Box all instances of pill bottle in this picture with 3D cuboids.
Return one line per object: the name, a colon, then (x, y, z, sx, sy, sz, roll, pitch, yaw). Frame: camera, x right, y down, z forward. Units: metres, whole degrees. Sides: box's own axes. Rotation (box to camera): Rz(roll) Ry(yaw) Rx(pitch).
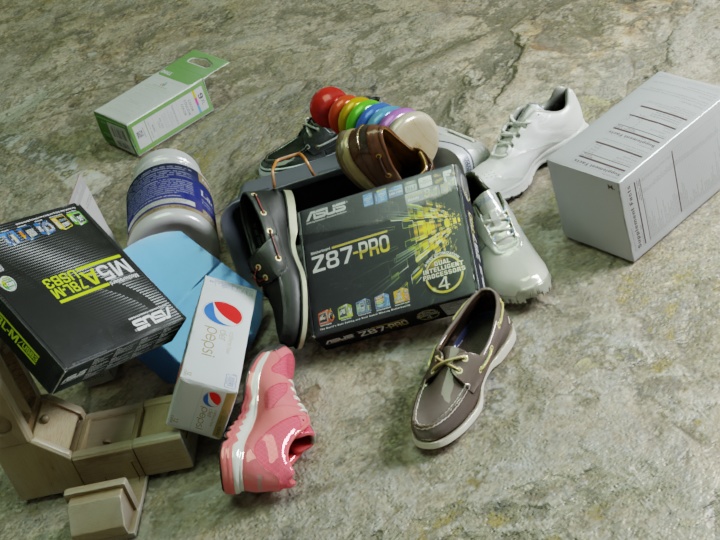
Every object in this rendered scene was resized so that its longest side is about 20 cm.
pill bottle: (-0.245, -0.071, 1.845, 0.115, 0.116, 0.200, -19, 33, 1)

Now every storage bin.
storage bin: (-0.069, -0.081, 1.760, 0.199, 0.146, 0.134, -18, 23, 3)

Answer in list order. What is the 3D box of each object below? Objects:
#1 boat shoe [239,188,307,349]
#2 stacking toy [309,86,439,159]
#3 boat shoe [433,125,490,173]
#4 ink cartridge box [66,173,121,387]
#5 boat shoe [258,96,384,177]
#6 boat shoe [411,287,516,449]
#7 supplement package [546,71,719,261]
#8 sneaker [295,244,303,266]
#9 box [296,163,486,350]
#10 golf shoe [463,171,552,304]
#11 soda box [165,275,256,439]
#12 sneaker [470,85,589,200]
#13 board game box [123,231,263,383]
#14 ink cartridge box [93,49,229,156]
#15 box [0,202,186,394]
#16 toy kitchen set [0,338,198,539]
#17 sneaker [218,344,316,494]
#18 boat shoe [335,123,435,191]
boat shoe: (-0.098, -0.002, 1.621, 0.063, 0.074, 0.202, -1, 61, -20)
stacking toy: (0.008, -0.185, 1.814, 0.085, 0.086, 0.200, -35, 39, -22)
boat shoe: (0.079, -0.160, 1.847, 0.066, 0.072, 0.199, -31, 30, -36)
ink cartridge box: (-0.333, 0.010, 1.715, 0.044, 0.177, 0.200, -17, 32, 13)
boat shoe: (-0.052, -0.183, 1.946, 0.199, 0.071, 0.072, -24, 33, -5)
boat shoe: (0.101, 0.098, 1.466, 0.071, 0.060, 0.200, 5, 40, 32)
supplement package: (0.323, -0.121, 1.617, 0.200, 0.114, 0.109, -36, 38, -25)
sneaker: (0.000, 0.000, 1.669, 0.199, 0.075, 0.089, -19, 47, 9)
box: (0.034, -0.014, 1.597, 0.199, 0.049, 0.162, -15, 63, 17)
golf shoe: (0.149, -0.038, 1.607, 0.078, 0.098, 0.200, -23, 34, -8)
soda box: (-0.159, 0.091, 1.549, 0.063, 0.068, 0.200, 17, 31, -7)
sneaker: (0.196, -0.157, 1.763, 0.200, 0.087, 0.074, -38, 39, -23)
board game box: (-0.216, 0.051, 1.685, 0.200, 0.039, 0.158, 36, 65, 16)
ink cartridge box: (-0.297, -0.259, 2.197, 0.200, 0.060, 0.104, -37, 37, -24)
box: (-0.316, 0.024, 1.530, 0.193, 0.048, 0.200, 44, 32, 16)
toy kitchen set: (-0.292, 0.163, 1.471, 0.199, 0.181, 0.164, -12, 34, 10)
sneaker: (-0.083, 0.159, 1.486, 0.086, 0.074, 0.201, 6, 41, 9)
boat shoe: (0.055, -0.105, 1.665, 0.067, 0.200, 0.072, -18, 51, 34)
